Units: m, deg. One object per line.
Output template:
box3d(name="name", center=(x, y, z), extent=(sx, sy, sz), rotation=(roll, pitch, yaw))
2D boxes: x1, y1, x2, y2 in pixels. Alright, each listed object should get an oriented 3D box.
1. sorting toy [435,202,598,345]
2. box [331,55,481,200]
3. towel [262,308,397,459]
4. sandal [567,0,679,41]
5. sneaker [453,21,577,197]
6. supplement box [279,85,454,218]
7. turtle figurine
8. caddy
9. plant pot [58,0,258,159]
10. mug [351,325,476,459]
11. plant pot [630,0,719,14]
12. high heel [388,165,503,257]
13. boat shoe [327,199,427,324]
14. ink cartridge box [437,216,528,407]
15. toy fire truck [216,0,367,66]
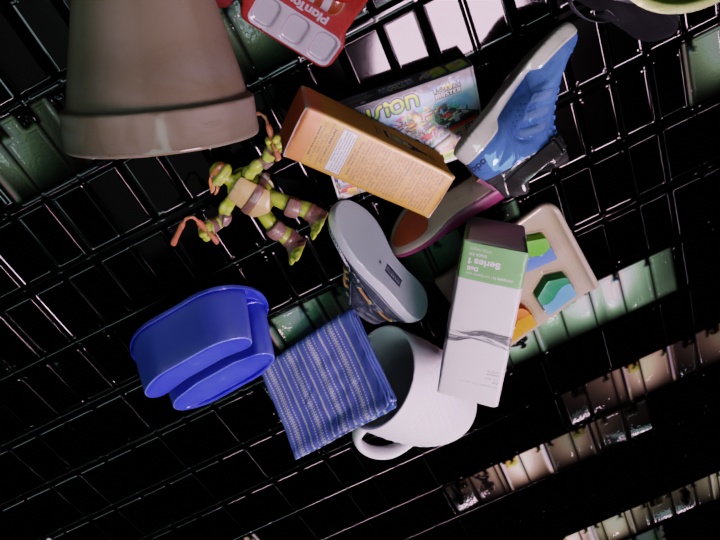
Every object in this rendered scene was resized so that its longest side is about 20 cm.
box3d(name="sorting toy", center=(0.230, 0.022, 1.036), extent=(0.198, 0.037, 0.186), rotation=(-33, 124, 11))
box3d(name="box", center=(0.048, -0.169, 0.867), extent=(0.195, 0.035, 0.112), rotation=(-19, 126, 2))
box3d(name="towel", center=(-0.050, 0.160, 0.996), extent=(0.198, 0.147, 0.024), rotation=(-34, 165, 29))
box3d(name="sandal", center=(0.279, -0.300, 0.797), extent=(0.196, 0.076, 0.044), rotation=(17, 77, -22))
box3d(name="sneaker", center=(0.207, -0.177, 0.830), extent=(0.111, 0.077, 0.201), rotation=(39, 85, -7))
box3d(name="supplement box", center=(0.008, -0.132, 0.821), extent=(0.196, 0.067, 0.070), rotation=(19, 119, -22))
box3d(name="turtle figurine", center=(-0.129, -0.079, 0.871), extent=(0.160, 0.065, 0.201), rotation=(35, 108, -16))
box3d(name="caddy", center=(-0.208, 0.095, 0.954), extent=(0.197, 0.107, 0.142), rotation=(-28, 149, 8))
box3d(name="plant pot", center=(-0.204, -0.215, 0.702), extent=(0.194, 0.201, 0.178), rotation=(-6, 110, -7))
box3d(name="mug", center=(0.068, 0.199, 1.053), extent=(0.173, 0.149, 0.201), rotation=(27, 110, -37))
box3d(name="plant pot", center=(0.276, -0.375, 0.678), extent=(0.194, 0.192, 0.204), rotation=(-6, 126, -8))
box3d(name="high heel", center=(0.127, -0.075, 0.938), extent=(0.199, 0.069, 0.095), rotation=(-37, 148, 29))
box3d(name="boat shoe", center=(0.000, 0.000, 0.940), extent=(0.089, 0.072, 0.201), rotation=(-13, 127, 41))
box3d(name="ink cartridge box", center=(0.157, 0.049, 0.928), extent=(0.082, 0.146, 0.206), rotation=(11, 107, 8))
box3d(name="toy fire truck", center=(-0.076, -0.307, 0.711), extent=(0.196, 0.114, 0.168), rotation=(23, 136, -24))
